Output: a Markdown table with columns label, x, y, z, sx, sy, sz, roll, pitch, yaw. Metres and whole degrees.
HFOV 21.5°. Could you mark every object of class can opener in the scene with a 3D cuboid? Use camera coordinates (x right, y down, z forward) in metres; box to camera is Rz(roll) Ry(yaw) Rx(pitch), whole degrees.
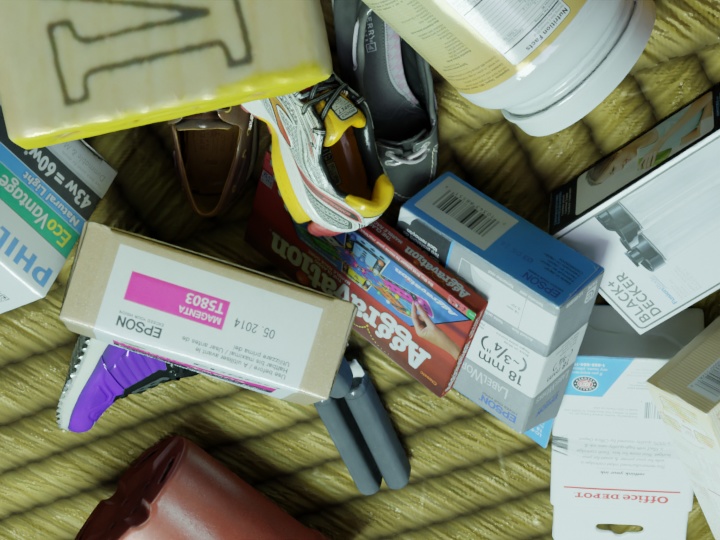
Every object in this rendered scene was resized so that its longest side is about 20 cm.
| label | x | y | z | sx | sy | sz | roll | pitch | yaw |
| --- | --- | --- | --- | --- | --- | --- | --- | --- | --- |
| can opener | -0.016 | 0.113 | 1.529 | 0.053 | 0.067 | 0.201 | -13 | 123 | 19 |

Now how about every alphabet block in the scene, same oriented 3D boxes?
| label | x | y | z | sx | sy | sz | roll | pitch | yaw |
| --- | --- | --- | --- | --- | --- | --- | --- | --- | --- |
| alphabet block | -0.136 | -0.192 | 1.152 | 0.194 | 0.195 | 0.202 | -12 | 93 | -6 |

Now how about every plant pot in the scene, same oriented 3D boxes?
| label | x | y | z | sx | sy | sz | roll | pitch | yaw |
| --- | --- | --- | --- | --- | --- | --- | --- | --- | --- |
| plant pot | -0.129 | 0.255 | 1.594 | 0.195 | 0.201 | 0.200 | 44 | 122 | -14 |

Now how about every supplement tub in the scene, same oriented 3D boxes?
| label | x | y | z | sx | sy | sz | roll | pitch | yaw |
| --- | --- | --- | --- | --- | --- | --- | --- | --- | --- |
| supplement tub | 0.081 | -0.196 | 1.218 | 0.200 | 0.145 | 0.144 | 40 | 124 | -22 |

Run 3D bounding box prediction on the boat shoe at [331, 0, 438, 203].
| label | x | y | z | sx | sy | sz | roll | pitch | yaw |
| --- | --- | --- | --- | --- | --- | --- | --- | --- | --- |
| boat shoe | 0.020 | -0.121 | 1.334 | 0.066 | 0.057 | 0.201 | -19 | 127 | -8 |

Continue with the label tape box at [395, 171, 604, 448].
| label | x | y | z | sx | sy | sz | roll | pitch | yaw |
| --- | --- | --- | --- | --- | --- | --- | --- | --- | --- |
| label tape box | 0.087 | 0.047 | 1.416 | 0.144 | 0.063 | 0.201 | 33 | 138 | 22 |

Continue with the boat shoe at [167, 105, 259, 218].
| label | x | y | z | sx | sy | sz | roll | pitch | yaw |
| --- | --- | --- | --- | --- | --- | --- | --- | --- | --- |
| boat shoe | -0.104 | -0.126 | 1.352 | 0.071 | 0.068 | 0.201 | 5 | 129 | 5 |

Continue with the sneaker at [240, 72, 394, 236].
| label | x | y | z | sx | sy | sz | roll | pitch | yaw |
| --- | --- | --- | --- | --- | --- | --- | --- | --- | --- |
| sneaker | -0.032 | -0.121 | 1.301 | 0.082 | 0.078 | 0.201 | -4 | 118 | 54 |

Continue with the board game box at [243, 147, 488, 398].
| label | x | y | z | sx | sy | sz | roll | pitch | yaw |
| --- | --- | --- | --- | --- | --- | --- | --- | --- | --- |
| board game box | 0.000 | 0.000 | 1.398 | 0.199 | 0.019 | 0.103 | 38 | 142 | 16 |

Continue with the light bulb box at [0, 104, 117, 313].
| label | x | y | z | sx | sy | sz | roll | pitch | yaw |
| --- | --- | --- | --- | --- | --- | --- | --- | --- | --- |
| light bulb box | -0.319 | -0.065 | 1.359 | 0.199 | 0.125 | 0.198 | -17 | 128 | 46 |

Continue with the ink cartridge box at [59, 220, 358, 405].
| label | x | y | z | sx | sy | sz | roll | pitch | yaw |
| --- | --- | --- | --- | --- | --- | --- | --- | --- | --- |
| ink cartridge box | -0.112 | 0.034 | 1.367 | 0.198 | 0.076 | 0.165 | 18 | 174 | -4 |

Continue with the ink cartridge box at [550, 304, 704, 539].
| label | x | y | z | sx | sy | sz | roll | pitch | yaw |
| --- | --- | --- | --- | --- | --- | --- | --- | --- | --- |
| ink cartridge box | 0.209 | 0.125 | 1.504 | 0.115 | 0.067 | 0.201 | 2 | 128 | 6 |

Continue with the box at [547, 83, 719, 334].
| label | x | y | z | sx | sy | sz | roll | pitch | yaw |
| --- | --- | --- | --- | --- | --- | --- | --- | --- | --- |
| box | 0.246 | -0.051 | 1.363 | 0.199 | 0.060 | 0.117 | -32 | 117 | 29 |

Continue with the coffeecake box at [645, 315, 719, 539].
| label | x | y | z | sx | sy | sz | roll | pitch | yaw |
| --- | --- | --- | --- | --- | --- | --- | --- | --- | --- |
| coffeecake box | 0.321 | 0.119 | 1.429 | 0.153 | 0.073 | 0.201 | -39 | 124 | -16 |

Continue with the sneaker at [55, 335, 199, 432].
| label | x | y | z | sx | sy | sz | roll | pitch | yaw |
| --- | --- | --- | --- | --- | --- | --- | --- | --- | --- |
| sneaker | -0.177 | 0.070 | 1.520 | 0.099 | 0.070 | 0.201 | 21 | 129 | -11 |
